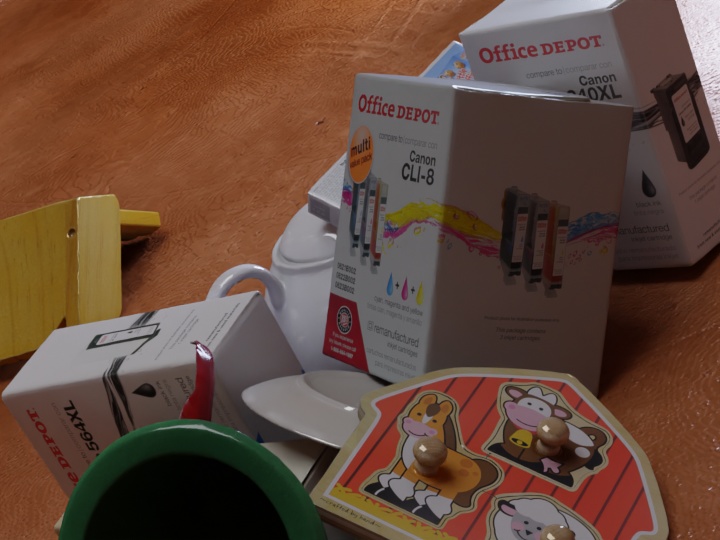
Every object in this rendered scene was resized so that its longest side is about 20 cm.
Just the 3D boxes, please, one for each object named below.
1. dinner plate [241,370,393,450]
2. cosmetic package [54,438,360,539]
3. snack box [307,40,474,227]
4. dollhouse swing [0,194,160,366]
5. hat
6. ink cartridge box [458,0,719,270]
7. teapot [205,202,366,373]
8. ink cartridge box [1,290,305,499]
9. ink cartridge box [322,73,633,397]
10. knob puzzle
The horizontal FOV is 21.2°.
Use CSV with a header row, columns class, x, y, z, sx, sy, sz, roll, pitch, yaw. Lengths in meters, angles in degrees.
class,x,y,z,sx,sy,sz,roll,pitch,yaw
dinner plate,0.023,0.092,1.220,0.199,0.024,0.200,12,8,-2
cosmetic package,-0.086,0.173,1.230,0.199,0.104,0.073,-10,30,38
snack box,0.046,-0.095,1.426,0.072,0.024,0.200,27,53,22
dollhouse swing,-0.300,0.023,1.877,0.199,0.176,0.183,-15,67,26
hat,-0.068,0.156,1.127,0.165,0.201,0.176,8,3,17
ink cartridge box,0.174,-0.106,1.398,0.145,0.201,0.083,-4,24,45
teapot,0.000,0.000,1.447,0.196,0.147,0.200,-18,25,22
ink cartridge box,-0.132,0.108,1.363,0.199,0.146,0.084,-12,29,35
ink cartridge box,0.077,-0.027,1.293,0.144,0.201,0.145,4,7,-28
knob puzzle,0.089,0.109,1.120,0.218,0.031,0.220,8,36,-6
